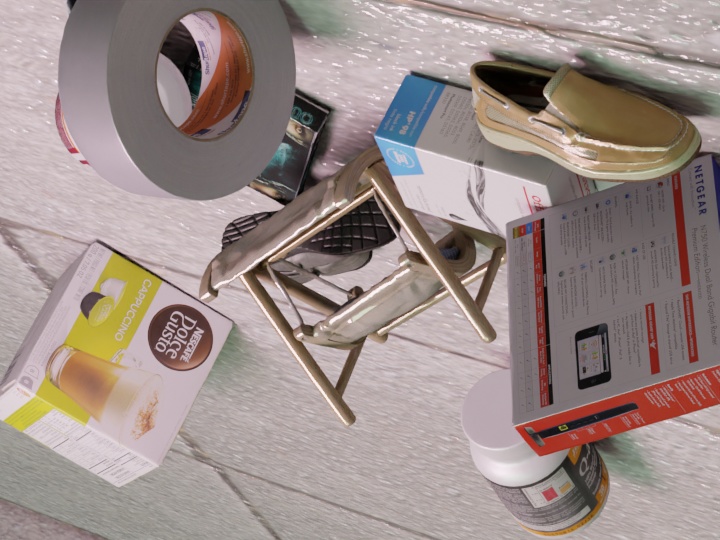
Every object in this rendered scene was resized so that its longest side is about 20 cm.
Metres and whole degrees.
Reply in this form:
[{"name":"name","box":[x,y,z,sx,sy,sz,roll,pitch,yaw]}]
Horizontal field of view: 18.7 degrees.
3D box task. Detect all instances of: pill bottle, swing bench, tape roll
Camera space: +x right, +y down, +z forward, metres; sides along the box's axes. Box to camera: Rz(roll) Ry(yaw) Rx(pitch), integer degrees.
[{"name":"pill bottle","box":[0.181,0.191,2.284,0.116,0.117,0.200,15,156,32]},{"name":"swing bench","box":[0.000,0.000,1.944,0.200,0.130,0.199,43,130,-18]},{"name":"tape roll","box":[-0.145,-0.157,1.750,0.066,0.201,0.200,8,152,44]},{"name":"pill bottle","box":[-0.217,-0.143,1.966,0.113,0.113,0.200,32,176,-11]}]

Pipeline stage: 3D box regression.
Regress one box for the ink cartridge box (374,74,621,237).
[{"name":"ink cartridge box","box":[0.123,-0.081,1.784,0.200,0.067,0.116,18,157,26]}]

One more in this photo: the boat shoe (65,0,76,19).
[{"name":"boat shoe","box":[-0.225,-0.235,1.847,0.070,0.072,0.201,22,161,12]}]

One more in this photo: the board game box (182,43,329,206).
[{"name":"board game box","box":[-0.104,-0.130,2.011,0.135,0.028,0.200,28,160,2]}]

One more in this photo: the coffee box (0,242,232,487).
[{"name":"coffee box","box":[-0.299,0.116,2.596,0.197,0.200,0.200,31,159,-11]}]

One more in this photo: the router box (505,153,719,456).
[{"name":"router box","box":[0.202,0.026,1.662,0.179,0.200,0.049,-18,138,24]}]

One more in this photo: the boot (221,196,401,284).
[{"name":"boot","box":[-0.024,-0.032,2.103,0.200,0.068,0.131,-11,165,31]}]

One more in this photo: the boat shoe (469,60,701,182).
[{"name":"boat shoe","box":[0.161,-0.120,1.650,0.200,0.072,0.076,12,143,37]}]
